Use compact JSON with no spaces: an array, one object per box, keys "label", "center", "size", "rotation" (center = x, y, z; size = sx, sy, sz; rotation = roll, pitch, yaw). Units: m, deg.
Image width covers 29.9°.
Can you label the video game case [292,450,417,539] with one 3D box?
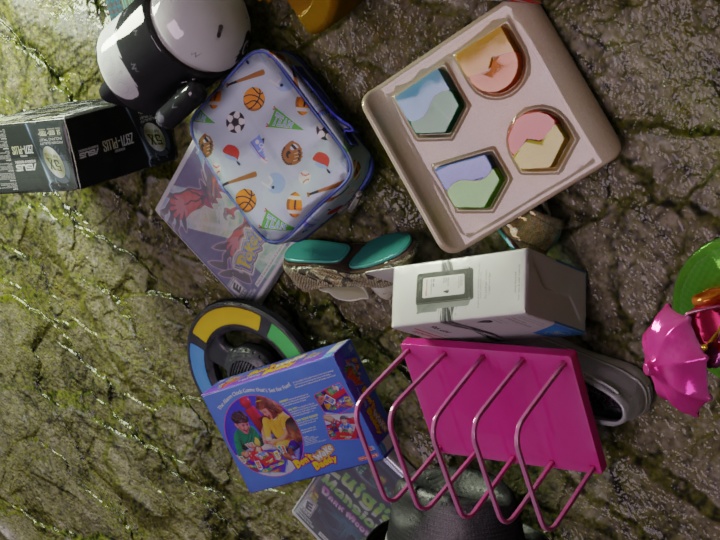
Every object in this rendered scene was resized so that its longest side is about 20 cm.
[{"label":"video game case","center":[0.025,0.299,1.594],"size":[0.200,0.023,0.182],"rotation":[44,127,17]}]

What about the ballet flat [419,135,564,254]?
[{"label":"ballet flat","center":[0.127,-0.097,1.350],"size":[0.200,0.071,0.071],"rotation":[49,129,13]}]

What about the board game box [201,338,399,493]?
[{"label":"board game box","center":[-0.071,0.170,1.556],"size":[0.200,0.045,0.135],"rotation":[-19,101,33]}]

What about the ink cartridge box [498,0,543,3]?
[{"label":"ink cartridge box","center":[0.137,-0.306,1.253],"size":[0.200,0.050,0.109],"rotation":[12,98,33]}]

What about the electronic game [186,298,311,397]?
[{"label":"electronic game","center":[-0.127,0.125,1.620],"size":[0.200,0.042,0.200],"rotation":[17,123,27]}]

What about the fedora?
[{"label":"fedora","center":[0.101,0.262,1.421],"size":[0.200,0.201,0.092],"rotation":[9,109,35]}]

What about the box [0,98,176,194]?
[{"label":"box","center":[-0.352,-0.152,1.622],"size":[0.200,0.164,0.086],"rotation":[0,106,37]}]

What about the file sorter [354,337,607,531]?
[{"label":"file sorter","center":[0.113,0.163,1.325],"size":[0.200,0.125,0.139],"rotation":[2,122,38]}]

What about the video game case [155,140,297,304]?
[{"label":"video game case","center":[-0.142,-0.079,1.582],"size":[0.182,0.023,0.200],"rotation":[46,128,15]}]

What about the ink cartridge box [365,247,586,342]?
[{"label":"ink cartridge box","center":[0.112,0.032,1.358],"size":[0.200,0.116,0.068],"rotation":[-8,73,39]}]

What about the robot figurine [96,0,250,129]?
[{"label":"robot figurine","center":[-0.207,-0.246,1.479],"size":[0.200,0.125,0.150],"rotation":[-29,99,42]}]

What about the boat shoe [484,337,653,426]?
[{"label":"boat shoe","center":[0.193,0.113,1.367],"size":[0.200,0.069,0.072],"rotation":[22,118,30]}]

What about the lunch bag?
[{"label":"lunch bag","center":[-0.081,-0.134,1.467],"size":[0.160,0.076,0.200],"rotation":[-42,76,22]}]

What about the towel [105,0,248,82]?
[{"label":"towel","center":[-0.213,-0.285,1.562],"size":[0.200,0.022,0.147],"rotation":[-3,105,39]}]

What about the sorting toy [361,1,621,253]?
[{"label":"sorting toy","center":[0.121,-0.141,1.296],"size":[0.200,0.036,0.185],"rotation":[-31,82,17]}]

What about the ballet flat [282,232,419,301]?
[{"label":"ballet flat","center":[0.000,0.000,1.485],"size":[0.200,0.068,0.075],"rotation":[-3,126,43]}]

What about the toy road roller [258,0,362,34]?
[{"label":"toy road roller","center":[-0.033,-0.332,1.348],"size":[0.200,0.123,0.146],"rotation":[-27,104,41]}]

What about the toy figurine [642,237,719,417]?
[{"label":"toy figurine","center":[0.330,0.059,1.169],"size":[0.200,0.184,0.150],"rotation":[-13,99,39]}]
